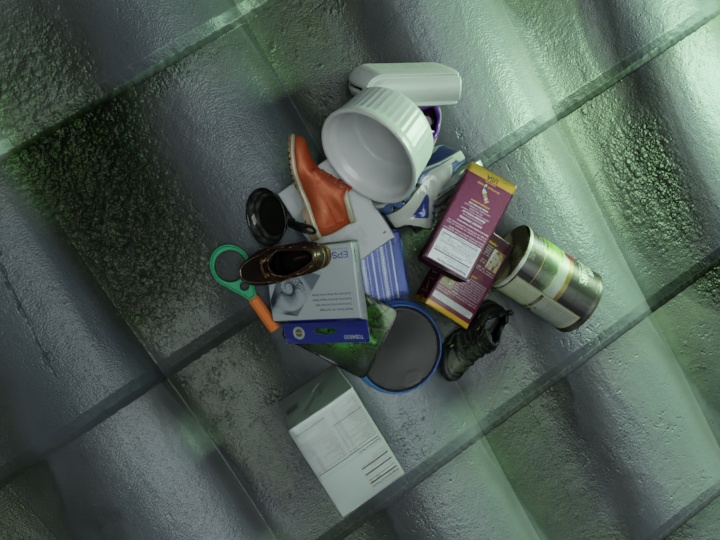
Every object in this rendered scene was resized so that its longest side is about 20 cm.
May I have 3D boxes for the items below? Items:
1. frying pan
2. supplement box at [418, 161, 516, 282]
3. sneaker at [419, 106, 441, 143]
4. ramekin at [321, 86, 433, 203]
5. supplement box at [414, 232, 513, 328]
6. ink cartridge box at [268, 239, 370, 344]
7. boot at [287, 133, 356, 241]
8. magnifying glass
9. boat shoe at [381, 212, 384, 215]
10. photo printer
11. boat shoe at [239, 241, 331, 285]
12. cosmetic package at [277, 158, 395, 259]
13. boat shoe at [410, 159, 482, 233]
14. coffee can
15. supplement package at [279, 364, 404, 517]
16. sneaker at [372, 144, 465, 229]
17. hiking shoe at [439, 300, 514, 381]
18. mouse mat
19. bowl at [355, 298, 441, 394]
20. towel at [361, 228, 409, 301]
[{"bbox_3d":[-0.154,-0.110,1.247,0.031,0.188,0.117,-18,94,-48],"label":"frying pan"},{"bbox_3d":[0.202,-0.088,1.258,0.102,0.131,0.202,28,90,1],"label":"supplement box"},{"bbox_3d":[0.118,-0.256,1.329,0.079,0.088,0.203,13,93,-15],"label":"sneaker"},{"bbox_3d":[0.036,-0.231,1.184,0.200,0.200,0.098,45,59,-12],"label":"ramekin"},{"bbox_3d":[0.215,0.004,1.373,0.109,0.086,0.202,31,88,-13],"label":"supplement box"},{"bbox_3d":[-0.085,0.049,1.271,0.197,0.041,0.203,-5,99,24],"label":"ink cartridge box"},{"bbox_3d":[-0.074,-0.167,1.232,0.106,0.075,0.203,-17,102,3],"label":"boot"},{"bbox_3d":[-0.228,0.037,1.311,0.079,0.022,0.201,-35,99,-8],"label":"magnifying glass"},{"bbox_3d":[0.028,-0.211,1.325,0.075,0.060,0.203,-20,99,-11],"label":"boat shoe"},{"bbox_3d":[0.077,-0.362,1.272,0.197,0.167,0.071,-5,115,-13],"label":"photo printer"},{"bbox_3d":[-0.154,-0.014,1.229,0.198,0.070,0.071,-16,91,27],"label":"boat shoe"},{"bbox_3d":[-0.046,-0.110,1.292,0.150,0.052,0.201,-32,93,9],"label":"cosmetic package"},{"bbox_3d":[0.178,-0.155,1.364,0.199,0.071,0.064,-36,101,1],"label":"boat shoe"},{"bbox_3d":[0.387,0.019,1.383,0.198,0.146,0.148,31,88,-13],"label":"coffee can"},{"bbox_3d":[-0.043,0.326,1.288,0.146,0.191,0.202,-32,100,-7],"label":"supplement package"},{"bbox_3d":[0.123,-0.149,1.290,0.199,0.080,0.116,-38,125,-8],"label":"sneaker"},{"bbox_3d":[0.241,0.151,1.384,0.075,0.101,0.201,36,86,-13],"label":"hiking shoe"},{"bbox_3d":[-0.042,0.109,1.335,0.198,0.008,0.163,27,96,0],"label":"mouse mat"},{"bbox_3d":[0.078,0.163,1.380,0.197,0.039,0.204,-1,95,-12],"label":"bowl"},{"bbox_3d":[0.000,0.000,1.358,0.197,0.024,0.147,-11,97,-10],"label":"towel"}]
